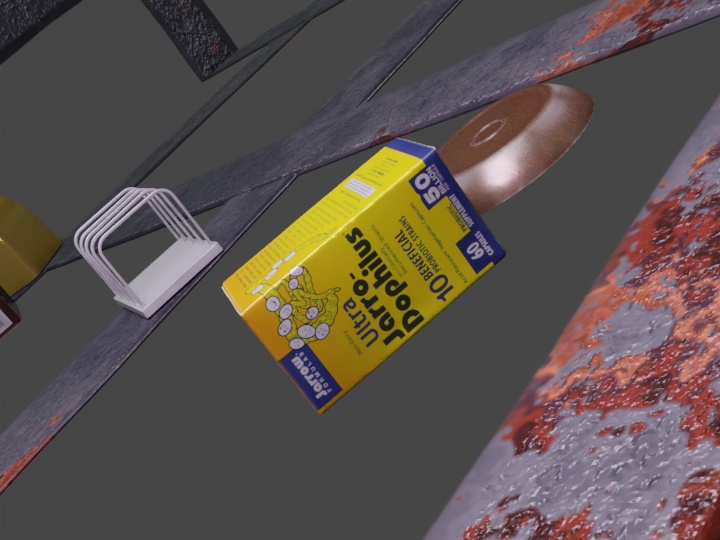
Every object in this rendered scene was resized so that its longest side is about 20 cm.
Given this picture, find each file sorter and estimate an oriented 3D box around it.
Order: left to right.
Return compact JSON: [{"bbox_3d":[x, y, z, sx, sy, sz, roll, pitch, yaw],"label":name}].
[{"bbox_3d":[-0.305,-0.035,1.571,0.139,0.125,0.199,-43,19,-15],"label":"file sorter"}]

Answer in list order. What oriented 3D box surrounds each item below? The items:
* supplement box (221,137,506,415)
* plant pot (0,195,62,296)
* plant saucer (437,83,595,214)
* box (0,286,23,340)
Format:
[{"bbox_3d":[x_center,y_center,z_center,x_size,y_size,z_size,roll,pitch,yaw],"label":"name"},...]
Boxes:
[{"bbox_3d":[0.000,0.000,0.920,0.199,0.109,0.109,-40,18,-5],"label":"supplement box"},{"bbox_3d":[-0.814,-0.051,2.472,0.194,0.201,0.195,-33,19,17],"label":"plant pot"},{"bbox_3d":[0.130,-0.120,1.077,0.199,0.037,0.201,-35,19,14],"label":"plant saucer"},{"bbox_3d":[-0.706,0.088,2.137,0.100,0.075,0.200,-42,20,-10],"label":"box"}]
